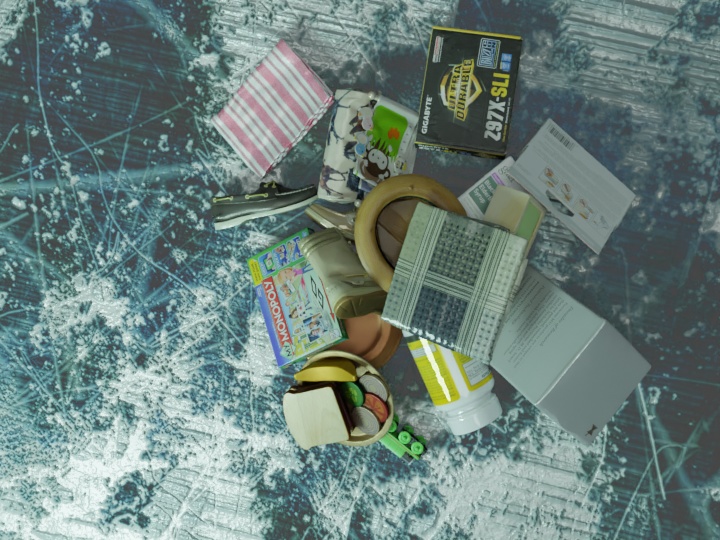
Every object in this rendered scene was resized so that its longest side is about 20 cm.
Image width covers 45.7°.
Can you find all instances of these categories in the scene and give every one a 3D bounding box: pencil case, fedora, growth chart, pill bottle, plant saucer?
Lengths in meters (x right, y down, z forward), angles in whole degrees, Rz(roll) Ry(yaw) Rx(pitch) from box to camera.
[{"bbox_3d":[-0.016,-0.215,1.467,0.088,0.078,0.205,9,94,-22],"label":"pencil case"},{"bbox_3d":[0.083,-0.054,1.378,0.196,0.082,0.206,0,94,-3],"label":"fedora"},{"bbox_3d":[0.046,-0.191,1.456,0.142,0.018,0.205,7,94,-34],"label":"growth chart"},{"bbox_3d":[0.158,0.166,1.451,0.112,0.114,0.203,-24,90,6],"label":"pill bottle"},{"bbox_3d":[-0.022,0.088,1.486,0.195,0.037,0.205,0,93,4],"label":"plant saucer"}]

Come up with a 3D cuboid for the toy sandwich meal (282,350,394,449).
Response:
[{"bbox_3d":[-0.040,0.229,1.455,0.201,0.070,0.209,10,116,20],"label":"toy sandwich meal"}]

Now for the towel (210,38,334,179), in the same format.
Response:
[{"bbox_3d":[-0.156,-0.281,1.491,0.200,0.030,0.147,-45,82,11],"label":"towel"}]

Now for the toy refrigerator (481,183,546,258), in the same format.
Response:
[{"bbox_3d":[0.219,-0.023,1.352,0.069,0.076,0.203,24,89,36],"label":"toy refrigerator"}]

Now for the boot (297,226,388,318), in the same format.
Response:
[{"bbox_3d":[0.000,0.000,1.421,0.157,0.197,0.073,55,130,28],"label":"boot"}]

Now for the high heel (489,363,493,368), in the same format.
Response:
[{"bbox_3d":[0.237,0.061,1.460,0.094,0.067,0.205,-14,91,10],"label":"high heel"}]

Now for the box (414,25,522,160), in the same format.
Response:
[{"bbox_3d":[0.182,-0.298,1.443,0.156,0.049,0.205,9,85,6],"label":"box"}]

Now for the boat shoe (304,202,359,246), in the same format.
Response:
[{"bbox_3d":[0.000,-0.077,1.479,0.197,0.072,0.066,25,87,1],"label":"boat shoe"}]

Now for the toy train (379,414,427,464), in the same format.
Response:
[{"bbox_3d":[0.032,0.269,1.507,0.199,0.042,0.057,40,106,3],"label":"toy train"}]

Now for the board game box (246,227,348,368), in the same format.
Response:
[{"bbox_3d":[-0.110,0.048,1.465,0.133,0.029,0.204,-25,73,19],"label":"board game box"}]

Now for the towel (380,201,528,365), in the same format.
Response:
[{"bbox_3d":[0.145,0.015,1.306,0.189,0.034,0.204,20,94,19],"label":"towel"}]

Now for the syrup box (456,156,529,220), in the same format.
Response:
[{"bbox_3d":[0.198,-0.100,1.450,0.199,0.081,0.079,-38,89,8],"label":"syrup box"}]

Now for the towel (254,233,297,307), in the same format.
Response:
[{"bbox_3d":[-0.073,0.046,1.515,0.198,0.022,0.148,32,96,3],"label":"towel"}]

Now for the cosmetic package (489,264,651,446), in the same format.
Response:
[{"bbox_3d":[0.312,0.133,1.361,0.167,0.200,0.167,37,94,-37],"label":"cosmetic package"}]

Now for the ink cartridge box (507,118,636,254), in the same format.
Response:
[{"bbox_3d":[0.339,-0.132,1.401,0.199,0.044,0.174,42,54,2],"label":"ink cartridge box"}]

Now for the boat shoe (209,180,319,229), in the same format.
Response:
[{"bbox_3d":[-0.169,-0.123,1.490,0.197,0.072,0.062,-15,95,9],"label":"boat shoe"}]
